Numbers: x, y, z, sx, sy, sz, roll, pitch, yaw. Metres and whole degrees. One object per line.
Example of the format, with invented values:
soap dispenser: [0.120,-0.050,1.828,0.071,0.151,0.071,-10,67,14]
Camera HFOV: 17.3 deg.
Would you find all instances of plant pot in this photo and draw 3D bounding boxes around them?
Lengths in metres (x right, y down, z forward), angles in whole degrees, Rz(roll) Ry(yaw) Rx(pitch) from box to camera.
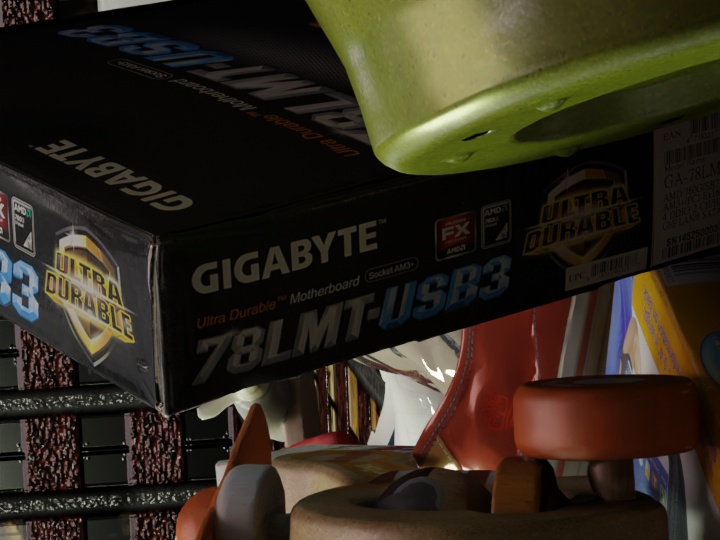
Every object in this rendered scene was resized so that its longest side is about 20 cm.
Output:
plant pot: [0.041,-0.127,0.497,0.200,0.200,0.193,138,118,-81]

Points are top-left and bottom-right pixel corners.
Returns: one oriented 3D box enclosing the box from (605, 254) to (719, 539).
box: [0.095,0.095,0.671,0.119,0.041,0.200,-104,15,-56]

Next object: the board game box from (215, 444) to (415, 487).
board game box: [0.024,0.166,0.874,0.147,0.064,0.200,-3,91,40]

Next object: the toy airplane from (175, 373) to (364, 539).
toy airplane: [-0.032,0.149,1.303,0.200,0.141,0.199,-112,20,-68]

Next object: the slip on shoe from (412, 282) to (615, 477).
slip on shoe: [0.056,-0.023,0.740,0.074,0.061,0.200,50,-131,-79]

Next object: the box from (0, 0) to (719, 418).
box: [-0.020,-0.033,0.640,0.200,0.198,0.050,24,120,51]

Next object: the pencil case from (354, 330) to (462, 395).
pencil case: [0.000,0.000,0.854,0.200,0.089,0.078,15,76,42]

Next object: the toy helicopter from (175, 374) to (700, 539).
toy helicopter: [0.005,0.069,0.641,0.200,0.132,0.079,-179,85,-75]

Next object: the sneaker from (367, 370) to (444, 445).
sneaker: [0.048,0.064,0.972,0.200,0.076,0.081,89,162,-51]

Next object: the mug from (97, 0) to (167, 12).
mug: [-0.010,-0.123,0.865,0.200,0.175,0.148,-110,18,-67]
